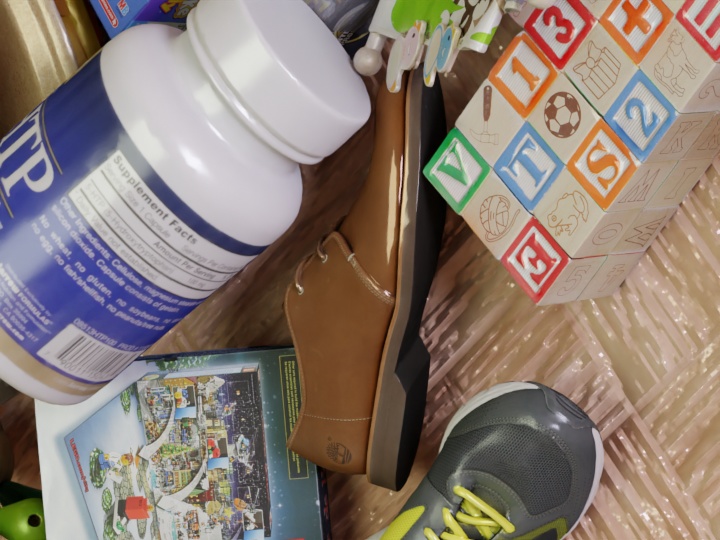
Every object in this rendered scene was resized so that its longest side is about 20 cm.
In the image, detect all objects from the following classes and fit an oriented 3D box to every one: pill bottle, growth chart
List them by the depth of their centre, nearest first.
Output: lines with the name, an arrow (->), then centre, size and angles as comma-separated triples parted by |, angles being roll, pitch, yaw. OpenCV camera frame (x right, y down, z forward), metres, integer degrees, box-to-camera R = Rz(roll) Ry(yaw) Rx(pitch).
growth chart -> 0.058, -0.149, 1.270 | 0.200, 0.018, 0.146 | -8, 60, 67
pill bottle -> -0.097, -0.042, 1.351 | 0.200, 0.120, 0.120 | -40, 68, 19

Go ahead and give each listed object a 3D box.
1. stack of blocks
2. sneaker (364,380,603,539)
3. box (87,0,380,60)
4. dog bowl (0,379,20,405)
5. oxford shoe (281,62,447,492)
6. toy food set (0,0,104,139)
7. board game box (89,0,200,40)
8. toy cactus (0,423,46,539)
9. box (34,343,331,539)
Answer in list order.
stack of blocks -> 0.111, -0.097, 1.274 | 0.115, 0.058, 0.200 | 50, 123, 26
sneaker -> 0.041, 0.133, 1.328 | 0.074, 0.085, 0.200 | 34, 127, -2
box -> -0.079, -0.160, 1.440 | 0.161, 0.049, 0.201 | -44, 65, 32
dog bowl -> -0.251, 0.031, 1.519 | 0.199, 0.200, 0.059 | 10, 115, 40
oxford shoe -> 0.000, 0.000, 1.359 | 0.071, 0.071, 0.201 | 12, 103, 13
toy food set -> -0.172, -0.101, 1.486 | 0.200, 0.048, 0.199 | -21, 91, 66
board game box -> -0.107, -0.227, 1.401 | 0.134, 0.045, 0.201 | -43, 65, 33
toy cactus -> -0.200, 0.125, 1.524 | 0.165, 0.199, 0.103 | -105, 29, -64
box -> -0.082, 0.140, 1.432 | 0.136, 0.038, 0.201 | -5, 91, 5
